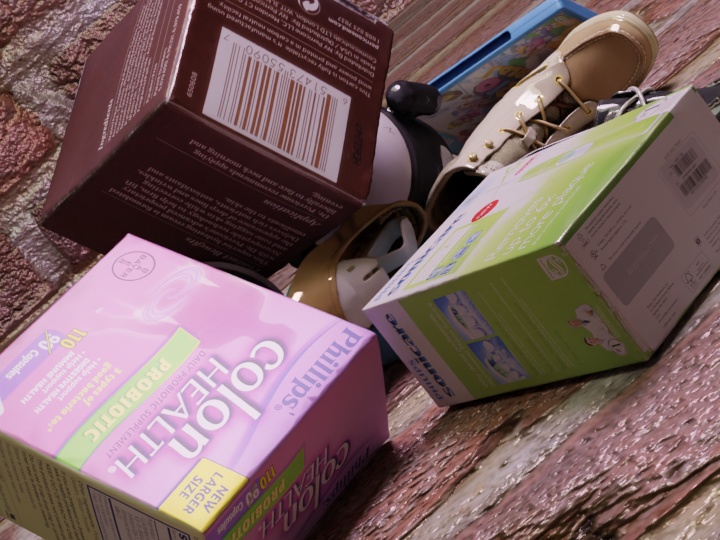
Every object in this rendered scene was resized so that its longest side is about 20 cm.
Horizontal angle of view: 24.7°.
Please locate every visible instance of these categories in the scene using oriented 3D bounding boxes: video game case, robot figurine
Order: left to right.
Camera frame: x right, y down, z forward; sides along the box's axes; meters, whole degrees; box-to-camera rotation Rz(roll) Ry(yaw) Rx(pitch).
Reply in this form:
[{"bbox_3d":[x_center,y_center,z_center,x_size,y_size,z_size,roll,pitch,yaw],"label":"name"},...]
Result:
[{"bbox_3d":[0.006,-0.076,1.364,0.124,0.151,0.200,-4,-2,23],"label":"robot figurine"},{"bbox_3d":[0.133,-0.165,1.447,0.199,0.018,0.143,-32,-25,30],"label":"video game case"}]

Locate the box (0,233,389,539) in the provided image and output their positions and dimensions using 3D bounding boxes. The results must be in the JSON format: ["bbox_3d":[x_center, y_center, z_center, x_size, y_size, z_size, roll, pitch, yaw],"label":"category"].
[{"bbox_3d":[-0.114,0.092,1.006,0.199,0.097,0.176,22,50,27],"label":"box"}]

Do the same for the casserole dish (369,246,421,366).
[{"bbox_3d":[0.026,0.030,1.208,0.200,0.039,0.121,-29,16,44],"label":"casserole dish"}]

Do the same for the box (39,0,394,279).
[{"bbox_3d":[-0.104,-0.105,1.194,0.200,0.165,0.165,-34,39,46],"label":"box"}]

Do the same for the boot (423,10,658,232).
[{"bbox_3d":[0.140,-0.112,1.300,0.200,0.072,0.155,-37,9,46],"label":"boot"}]

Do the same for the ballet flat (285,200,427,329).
[{"bbox_3d":[0.000,0.000,1.157,0.063,0.069,0.200,-18,22,25],"label":"ballet flat"}]

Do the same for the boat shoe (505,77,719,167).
[{"bbox_3d":[0.186,-0.089,1.092,0.199,0.068,0.072,-31,12,29],"label":"boat shoe"}]

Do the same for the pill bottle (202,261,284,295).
[{"bbox_3d":[-0.115,0.098,1.155,0.112,0.112,0.201,-31,31,35],"label":"pill bottle"}]

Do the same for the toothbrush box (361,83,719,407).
[{"bbox_3d":[0.116,-0.009,0.958,0.146,0.086,0.200,-46,12,-30],"label":"toothbrush box"}]
